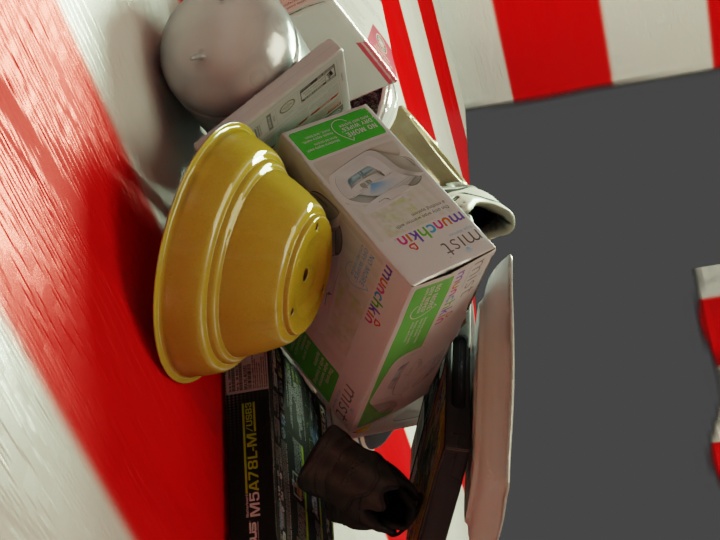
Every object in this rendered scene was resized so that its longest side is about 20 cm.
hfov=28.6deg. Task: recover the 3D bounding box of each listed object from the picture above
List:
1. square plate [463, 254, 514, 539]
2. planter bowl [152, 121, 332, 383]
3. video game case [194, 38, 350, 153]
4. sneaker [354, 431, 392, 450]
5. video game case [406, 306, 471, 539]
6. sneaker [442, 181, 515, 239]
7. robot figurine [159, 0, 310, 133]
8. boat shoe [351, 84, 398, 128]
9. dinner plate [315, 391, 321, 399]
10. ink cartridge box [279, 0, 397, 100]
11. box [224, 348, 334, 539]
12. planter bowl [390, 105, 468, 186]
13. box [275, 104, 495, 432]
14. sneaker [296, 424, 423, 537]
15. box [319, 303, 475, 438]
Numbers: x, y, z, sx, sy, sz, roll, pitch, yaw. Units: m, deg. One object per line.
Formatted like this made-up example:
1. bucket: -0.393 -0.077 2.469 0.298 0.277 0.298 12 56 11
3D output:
1. square plate: 0.104 0.120 1.158 0.198 0.028 0.201 91 3 -61
2. planter bowl: -0.074 -0.004 1.053 0.200 0.083 0.201 13 90 -75
3. video game case: -0.064 -0.089 1.176 0.018 0.143 0.200 43 -17 23
4. sneaker: 0.050 0.091 1.422 0.078 0.079 0.201 22 85 -63
5. video game case: 0.069 0.160 1.250 0.181 0.025 0.201 -84 -176 -50
6. sneaker: 0.065 -0.046 1.390 0.088 0.199 0.074 24 -57 52
7. robot figurine: -0.096 -0.163 1.169 0.200 0.112 0.170 54 39 -68
8. boat shoe: -0.017 -0.115 1.395 0.200 0.072 0.069 -58 162 -18
9. dinner plate: -0.010 0.159 1.464 0.200 0.024 0.201 5 90 -74
10. ink cartridge box: -0.043 -0.282 1.370 0.146 0.084 0.201 44 31 -52
11. box: -0.067 0.179 1.217 0.193 0.047 0.201 65 18 -63
12. planter bowl: 0.032 -0.090 1.510 0.200 0.135 0.200 49 9 -11
13. box: 0.000 0.000 1.166 0.177 0.096 0.200 51 -36 24
14. sneaker: 0.014 0.197 1.215 0.076 0.091 0.200 -60 157 -6
15. box: 0.031 0.051 1.350 0.041 0.155 0.201 -139 -141 -72
